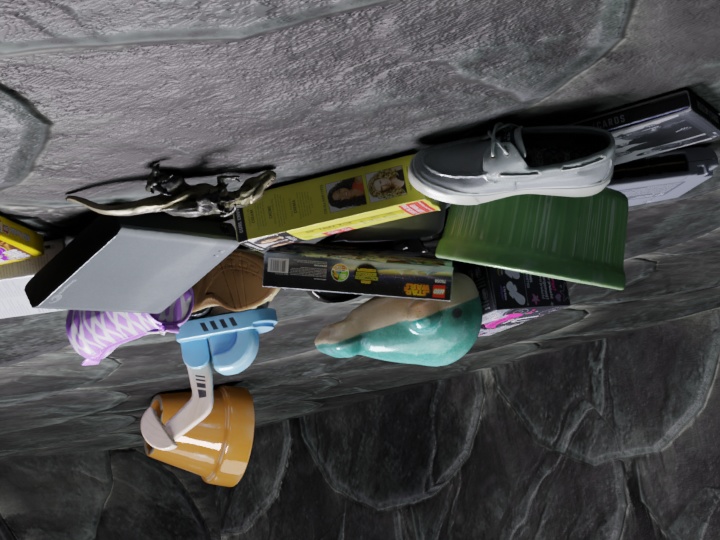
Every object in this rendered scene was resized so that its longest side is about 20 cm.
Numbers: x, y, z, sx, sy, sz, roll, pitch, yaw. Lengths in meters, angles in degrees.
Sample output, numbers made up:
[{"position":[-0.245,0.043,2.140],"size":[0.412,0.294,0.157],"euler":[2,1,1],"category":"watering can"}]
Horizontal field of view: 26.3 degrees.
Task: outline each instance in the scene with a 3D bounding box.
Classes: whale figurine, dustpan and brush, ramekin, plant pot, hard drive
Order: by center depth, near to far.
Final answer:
[{"position":[0.182,-0.045,1.589],"size":[0.198,0.099,0.200],"euler":[10,-179,0],"category":"ramekin"},{"position":[-0.233,-0.008,1.593],"size":[0.139,0.033,0.199],"euler":[-39,158,24],"category":"hard drive"},{"position":[0.070,-0.067,1.677],"size":[0.198,0.058,0.140],"euler":[-2,175,-10],"category":"dustpan and brush"},{"position":[0.050,0.073,1.796],"size":[0.199,0.105,0.159],"euler":[-20,-177,-21],"category":"whale figurine"},{"position":[-0.332,0.324,3.102],"size":[0.182,0.202,0.200],"euler":[11,163,-22],"category":"plant pot"}]

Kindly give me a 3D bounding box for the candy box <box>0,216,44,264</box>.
[{"position":[-0.380,-0.030,1.451],"size":[0.101,0.027,0.200],"euler":[-9,170,8],"category":"candy box"}]

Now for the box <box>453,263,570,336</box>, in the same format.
[{"position":[0.156,0.007,1.919],"size":[0.114,0.133,0.200],"euler":[-4,169,-26],"category":"box"}]

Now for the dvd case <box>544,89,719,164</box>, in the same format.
[{"position":[0.255,-0.131,1.557],"size":[0.199,0.025,0.150],"euler":[-14,170,24],"category":"dvd case"}]

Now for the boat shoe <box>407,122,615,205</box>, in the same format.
[{"position":[0.145,-0.111,1.463],"size":[0.199,0.071,0.072],"euler":[-2,143,-5],"category":"boat shoe"}]

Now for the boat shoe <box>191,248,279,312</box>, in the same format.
[{"position":[-0.150,0.010,1.825],"size":[0.062,0.074,0.199],"euler":[-10,-177,-42],"category":"boat shoe"}]

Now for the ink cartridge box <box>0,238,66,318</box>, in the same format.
[{"position":[-0.405,0.019,1.654],"size":[0.198,0.041,0.200],"euler":[-10,169,-9],"category":"ink cartridge box"}]

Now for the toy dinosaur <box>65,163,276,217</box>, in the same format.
[{"position":[-0.165,-0.069,1.415],"size":[0.198,0.048,0.088],"euler":[-4,175,-19],"category":"toy dinosaur"}]

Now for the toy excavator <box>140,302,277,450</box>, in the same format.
[{"position":[-0.195,0.116,1.967],"size":[0.193,0.202,0.100],"euler":[-11,170,0],"category":"toy excavator"}]

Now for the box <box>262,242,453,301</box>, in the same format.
[{"position":[0.000,0.000,1.654],"size":[0.198,0.040,0.137],"euler":[5,-173,3],"category":"box"}]

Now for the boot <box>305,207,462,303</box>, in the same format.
[{"position":[0.049,-0.024,1.775],"size":[0.210,0.080,0.157],"euler":[-17,-178,-31],"category":"boot"}]

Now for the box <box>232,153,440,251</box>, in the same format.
[{"position":[-0.024,-0.067,1.549],"size":[0.198,0.051,0.075],"euler":[-13,170,13],"category":"box"}]

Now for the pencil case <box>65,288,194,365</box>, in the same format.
[{"position":[-0.279,0.054,1.866],"size":[0.083,0.086,0.199],"euler":[-4,169,-40],"category":"pencil case"}]

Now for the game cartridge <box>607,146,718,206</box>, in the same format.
[{"position":[0.290,-0.099,1.754],"size":[0.198,0.041,0.133],"euler":[-8,166,-15],"category":"game cartridge"}]
